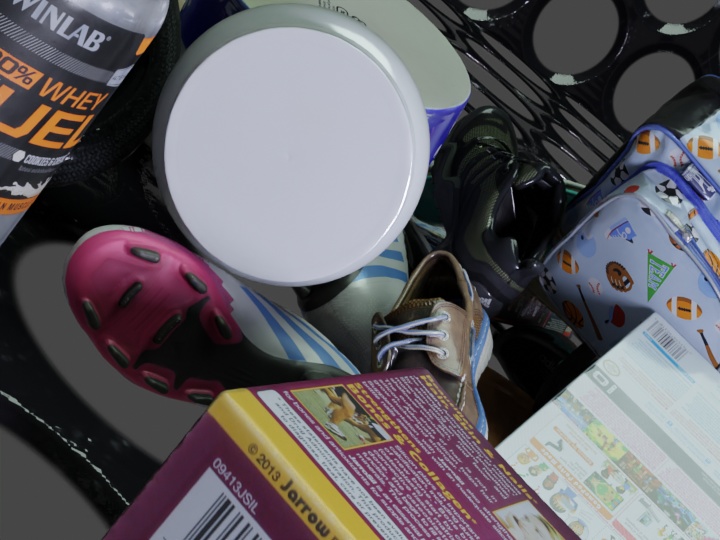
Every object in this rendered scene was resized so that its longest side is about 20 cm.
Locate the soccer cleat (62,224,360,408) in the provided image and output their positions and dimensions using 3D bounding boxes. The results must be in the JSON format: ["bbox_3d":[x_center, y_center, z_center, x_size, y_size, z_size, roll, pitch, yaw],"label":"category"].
[{"bbox_3d":[-0.079,0.034,0.778,0.199,0.070,0.086,36,5,-32],"label":"soccer cleat"}]

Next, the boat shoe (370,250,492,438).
[{"bbox_3d":[0.032,0.053,0.855,0.200,0.071,0.073,-75,151,-64],"label":"boat shoe"}]

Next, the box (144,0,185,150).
[{"bbox_3d":[-0.119,-0.125,1.070,0.200,0.078,0.095,46,17,18],"label":"box"}]

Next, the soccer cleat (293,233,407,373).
[{"bbox_3d":[0.000,0.000,1.011,0.087,0.069,0.201,54,21,-19],"label":"soccer cleat"}]

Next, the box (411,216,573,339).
[{"bbox_3d":[0.087,-0.001,1.227,0.136,0.040,0.199,33,10,32],"label":"box"}]

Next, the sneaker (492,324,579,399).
[{"bbox_3d":[0.175,0.113,1.139,0.200,0.072,0.080,41,15,31],"label":"sneaker"}]

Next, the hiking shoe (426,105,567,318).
[{"bbox_3d":[0.102,-0.047,1.012,0.076,0.100,0.201,41,38,-29],"label":"hiking shoe"}]

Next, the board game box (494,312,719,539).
[{"bbox_3d":[0.156,0.136,0.855,0.148,0.065,0.199,45,50,16],"label":"board game box"}]

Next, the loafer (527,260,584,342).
[{"bbox_3d":[0.188,0.019,1.156,0.200,0.068,0.075,50,19,24],"label":"loafer"}]

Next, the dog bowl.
[{"bbox_3d":[-0.027,-0.140,1.007,0.199,0.079,0.201,26,30,-16],"label":"dog bowl"}]

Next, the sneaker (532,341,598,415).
[{"bbox_3d":[0.178,0.123,1.014,0.115,0.076,0.200,44,26,-7],"label":"sneaker"}]

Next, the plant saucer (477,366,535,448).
[{"bbox_3d":[0.105,0.122,1.013,0.200,0.032,0.201,37,17,-13],"label":"plant saucer"}]

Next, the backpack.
[{"bbox_3d":[0.225,-0.002,0.969,0.190,0.154,0.200,44,-28,4],"label":"backpack"}]

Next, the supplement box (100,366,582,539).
[{"bbox_3d":[0.000,0.124,0.633,0.131,0.103,0.199,46,18,20],"label":"supplement box"}]

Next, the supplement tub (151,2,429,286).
[{"bbox_3d":[-0.037,-0.071,0.811,0.144,0.145,0.200,38,7,-7],"label":"supplement tub"}]

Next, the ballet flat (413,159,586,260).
[{"bbox_3d":[0.132,-0.048,1.126,0.198,0.070,0.069,16,14,8],"label":"ballet flat"}]

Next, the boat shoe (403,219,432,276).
[{"bbox_3d":[-0.007,-0.049,1.133,0.200,0.076,0.060,49,12,29],"label":"boat shoe"}]

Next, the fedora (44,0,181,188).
[{"bbox_3d":[-0.204,-0.134,0.833,0.200,0.202,0.091,35,-18,-17],"label":"fedora"}]

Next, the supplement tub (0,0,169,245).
[{"bbox_3d":[-0.170,-0.107,0.680,0.122,0.200,0.123,36,17,-13],"label":"supplement tub"}]
